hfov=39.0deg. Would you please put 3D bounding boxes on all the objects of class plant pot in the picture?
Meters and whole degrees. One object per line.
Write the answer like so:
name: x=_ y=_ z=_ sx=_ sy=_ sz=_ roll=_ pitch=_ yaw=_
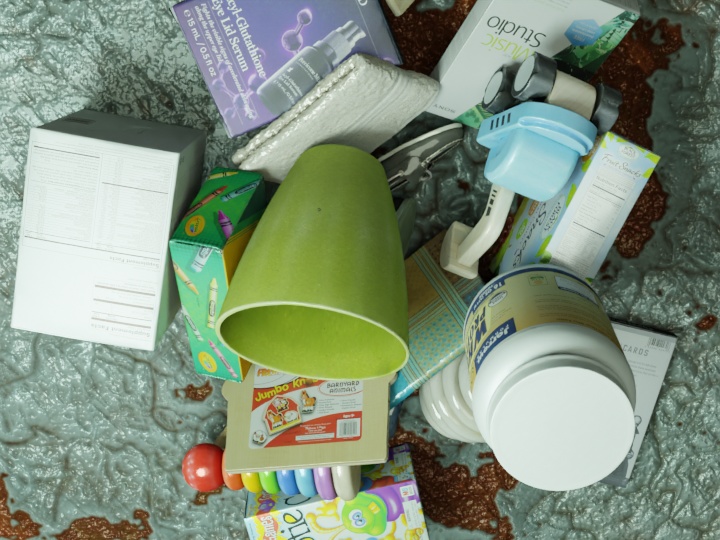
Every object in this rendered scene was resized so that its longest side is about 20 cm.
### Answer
plant pot: x=-0.034 y=-0.017 z=1.011 sx=0.187 sy=0.187 sz=0.201 roll=10 pitch=64 yaw=-4

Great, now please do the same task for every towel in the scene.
towel: x=-0.027 y=-0.147 z=1.051 sx=0.200 sy=0.132 sz=0.035 roll=-35 pitch=67 yaw=32
towel: x=0.052 y=0.062 z=1.128 sx=0.200 sy=0.147 sz=0.022 roll=-38 pitch=141 yaw=11

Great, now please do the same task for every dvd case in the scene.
dvd case: x=0.277 y=0.153 z=1.214 sx=0.150 sy=0.025 sz=0.201 roll=14 pitch=103 yaw=-5

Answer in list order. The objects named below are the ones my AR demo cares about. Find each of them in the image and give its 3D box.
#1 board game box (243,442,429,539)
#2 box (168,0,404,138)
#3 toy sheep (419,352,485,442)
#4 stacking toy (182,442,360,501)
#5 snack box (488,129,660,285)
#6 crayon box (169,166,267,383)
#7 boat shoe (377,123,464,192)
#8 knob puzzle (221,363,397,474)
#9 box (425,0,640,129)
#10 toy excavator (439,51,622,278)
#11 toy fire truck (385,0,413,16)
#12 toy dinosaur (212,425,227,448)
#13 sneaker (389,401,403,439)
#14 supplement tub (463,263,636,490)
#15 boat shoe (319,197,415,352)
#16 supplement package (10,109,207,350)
board game box: x=-0.026 y=0.291 z=1.199 sx=0.199 sy=0.103 sz=0.105 roll=-13 pitch=104 yaw=1
box: x=-0.073 y=-0.246 z=1.058 sx=0.200 sy=0.104 sz=0.148 roll=-24 pitch=103 yaw=5
toy sheep: x=0.131 y=0.129 z=1.137 sx=0.137 sy=0.200 sz=0.138 roll=9 pitch=65 yaw=-21
stacking toy: x=-0.103 y=0.219 z=1.135 sx=0.199 sy=0.085 sz=0.086 roll=-5 pitch=105 yaw=9
snack box: x=0.220 y=-0.057 z=1.083 sx=0.068 sy=0.169 sz=0.200 roll=23 pitch=103 yaw=-8
crayon box: x=-0.139 y=0.007 z=1.068 sx=0.058 sy=0.119 sz=0.200 roll=11 pitch=136 yaw=12
boat shoe: x=0.030 y=-0.096 z=1.116 sx=0.200 sy=0.067 sz=0.057 roll=-25 pitch=87 yaw=12
knob puzzle: x=-0.054 y=0.126 z=1.117 sx=0.219 sy=0.220 sz=0.030 roll=-19 pitch=144 yaw=3
box: x=0.168 y=-0.220 z=1.041 sx=0.144 sy=0.036 sz=0.200 roll=15 pitch=141 yaw=-17
toy excavator: x=0.152 y=-0.095 z=1.026 sx=0.100 sy=0.194 sz=0.201 roll=22 pitch=80 yaw=-16
toy fire truck: x=0.133 y=-0.308 z=1.050 sx=0.200 sy=0.129 sz=0.176 roll=-27 pitch=105 yaw=17
toy dinosaur: x=-0.115 y=0.158 z=1.196 sx=0.101 sy=0.058 sz=0.200 roll=31 pitch=94 yaw=6
sneaker: x=0.030 y=0.143 z=1.184 sx=0.200 sy=0.075 sz=0.084 roll=-44 pitch=111 yaw=13
supplement tub: x=0.171 y=0.094 z=0.935 sx=0.144 sy=0.200 sz=0.145 roll=1 pitch=113 yaw=2
boat shoe: x=0.000 y=0.000 z=1.119 sx=0.060 sy=0.072 sz=0.202 roll=17 pitch=69 yaw=24
supplement package: x=-0.255 y=-0.050 z=1.057 sx=0.147 sy=0.191 sz=0.201 roll=10 pitch=103 yaw=-3
